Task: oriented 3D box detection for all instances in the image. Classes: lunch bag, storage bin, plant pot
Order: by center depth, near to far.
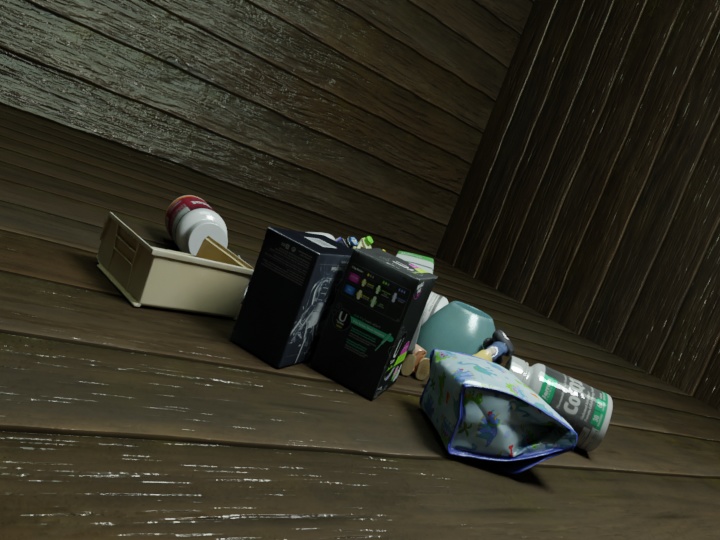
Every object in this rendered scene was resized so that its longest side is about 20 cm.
[{"bbox_3d":[0.206,0.211,0.942,0.194,0.131,0.170,10,10,-12],"label":"lunch bag"},{"bbox_3d":[-0.313,-0.009,1.042,0.197,0.096,0.197,13,13,-46],"label":"storage bin"},{"bbox_3d":[0.218,0.148,1.334,0.195,0.138,0.200,22,8,-3],"label":"plant pot"}]

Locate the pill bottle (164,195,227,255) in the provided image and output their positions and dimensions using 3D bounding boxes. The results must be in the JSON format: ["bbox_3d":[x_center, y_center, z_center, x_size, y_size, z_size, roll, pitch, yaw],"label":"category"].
[{"bbox_3d":[-0.356,-0.088,1.354,0.111,0.116,0.199,16,11,-33],"label":"pill bottle"}]

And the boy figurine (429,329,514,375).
[{"bbox_3d":[0.204,0.186,1.174,0.197,0.125,0.065,-22,71,-35],"label":"boy figurine"}]

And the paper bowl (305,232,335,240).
[{"bbox_3d":[-0.123,-0.026,1.370,0.194,0.108,0.201,-1,-3,0],"label":"paper bowl"}]

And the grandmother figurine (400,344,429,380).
[{"bbox_3d":[0.077,0.148,1.238,0.120,0.062,0.200,29,7,-28],"label":"grandmother figurine"}]

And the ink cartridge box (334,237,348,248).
[{"bbox_3d":[-0.056,0.005,1.175,0.198,0.101,0.039,-24,11,48],"label":"ink cartridge box"}]

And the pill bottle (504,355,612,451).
[{"bbox_3d":[0.360,0.247,1.168,0.195,0.116,0.113,23,8,8],"label":"pill bottle"}]

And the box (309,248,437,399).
[{"bbox_3d":[0.025,0.080,1.016,0.122,0.205,0.148,23,8,16],"label":"box"}]

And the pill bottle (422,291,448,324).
[{"bbox_3d":[0.146,0.101,1.507,0.196,0.117,0.113,25,9,15],"label":"pill bottle"}]

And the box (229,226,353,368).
[{"bbox_3d":[-0.093,0.041,1.008,0.102,0.187,0.199,25,10,21],"label":"box"}]

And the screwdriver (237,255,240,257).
[{"bbox_3d":[-0.250,-0.010,1.301,0.029,0.028,0.200,50,-2,-27],"label":"screwdriver"}]

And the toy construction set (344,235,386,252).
[{"bbox_3d":[0.000,0.000,1.265,0.132,0.091,0.201,49,17,-13],"label":"toy construction set"}]

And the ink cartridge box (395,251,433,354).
[{"bbox_3d":[0.086,0.055,1.184,0.081,0.151,0.200,14,11,5],"label":"ink cartridge box"}]
